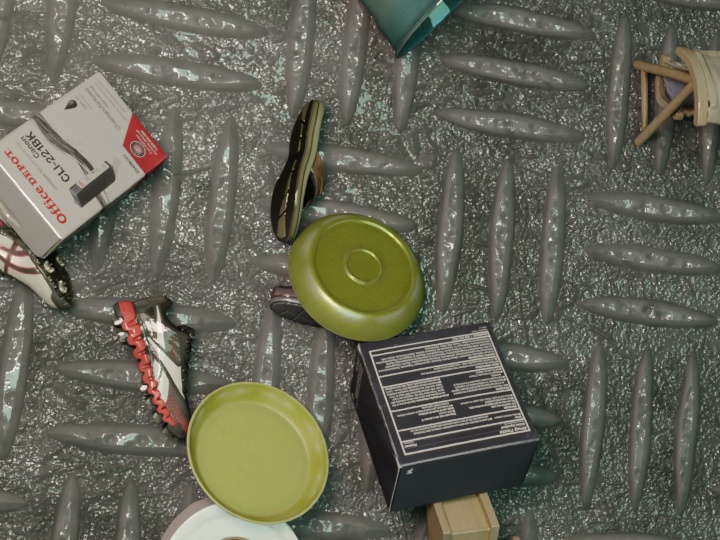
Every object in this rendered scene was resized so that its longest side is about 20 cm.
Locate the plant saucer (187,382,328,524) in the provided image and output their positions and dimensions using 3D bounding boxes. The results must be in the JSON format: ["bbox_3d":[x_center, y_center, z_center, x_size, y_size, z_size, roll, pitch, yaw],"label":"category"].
[{"bbox_3d":[-0.139,0.245,1.589,0.198,0.031,0.202,15,53,-20],"label":"plant saucer"}]

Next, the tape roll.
[{"bbox_3d":[-0.174,0.404,1.598,0.200,0.071,0.205,1,87,-15],"label":"tape roll"}]

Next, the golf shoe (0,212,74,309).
[{"bbox_3d":[-0.452,-0.021,1.551,0.088,0.077,0.201,-38,95,7],"label":"golf shoe"}]

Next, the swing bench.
[{"bbox_3d":[0.532,-0.258,1.750,0.196,0.200,0.132,0,87,-15],"label":"swing bench"}]

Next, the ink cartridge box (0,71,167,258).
[{"bbox_3d":[-0.371,-0.135,1.528,0.145,0.084,0.200,51,55,-8],"label":"ink cartridge box"}]

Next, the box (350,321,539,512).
[{"bbox_3d":[0.107,0.196,1.612,0.197,0.124,0.200,-8,50,-14],"label":"box"}]

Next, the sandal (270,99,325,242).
[{"bbox_3d":[-0.073,-0.134,1.649,0.057,0.080,0.203,19,82,-27],"label":"sandal"}]

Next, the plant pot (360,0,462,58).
[{"bbox_3d":[0.055,-0.433,1.642,0.200,0.200,0.196,-44,91,-13],"label":"plant pot"}]

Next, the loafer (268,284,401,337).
[{"bbox_3d":[-0.033,0.045,1.662,0.198,0.072,0.064,14,64,-20],"label":"loafer"}]

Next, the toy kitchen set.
[{"bbox_3d":[0.163,0.363,1.691,0.161,0.181,0.202,-5,128,-12],"label":"toy kitchen set"}]

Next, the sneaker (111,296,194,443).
[{"bbox_3d":[-0.255,0.124,1.588,0.097,0.071,0.203,-21,92,-13],"label":"sneaker"}]

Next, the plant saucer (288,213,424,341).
[{"bbox_3d":[0.000,0.000,1.637,0.198,0.031,0.202,10,57,-15],"label":"plant saucer"}]
